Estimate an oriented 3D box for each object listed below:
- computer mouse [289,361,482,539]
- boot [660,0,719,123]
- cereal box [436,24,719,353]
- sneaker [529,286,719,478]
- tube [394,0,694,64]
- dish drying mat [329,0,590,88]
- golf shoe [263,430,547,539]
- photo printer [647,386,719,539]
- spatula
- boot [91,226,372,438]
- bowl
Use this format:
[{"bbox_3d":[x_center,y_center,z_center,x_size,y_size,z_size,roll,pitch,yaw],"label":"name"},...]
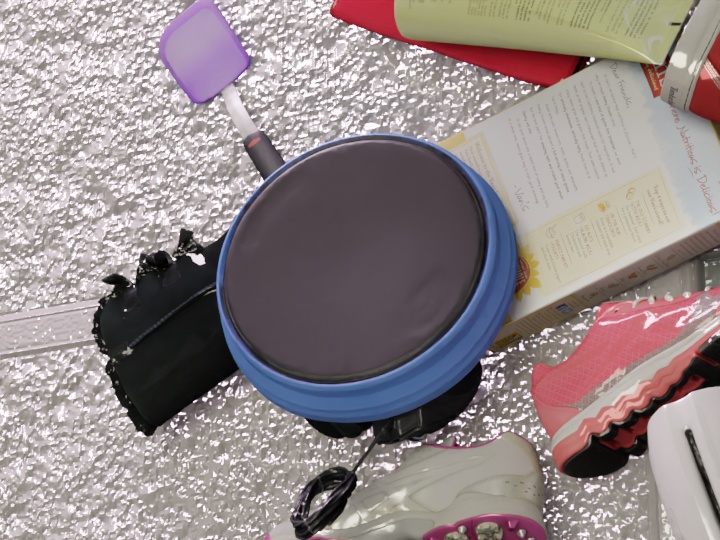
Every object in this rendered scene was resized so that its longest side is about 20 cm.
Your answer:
[{"bbox_3d":[0.019,0.113,1.661,0.059,0.034,0.200,-15,21,46],"label":"computer mouse"},{"bbox_3d":[0.292,-0.165,1.662,0.144,0.072,0.200,22,71,11],"label":"boot"},{"bbox_3d":[0.144,-0.052,1.707,0.200,0.040,0.144,-26,62,17],"label":"cereal box"},{"bbox_3d":[0.186,0.041,1.637,0.200,0.074,0.087,-37,60,12],"label":"sneaker"},{"bbox_3d":[0.119,-0.168,1.731,0.199,0.052,0.058,7,91,28],"label":"tube"},{"bbox_3d":[0.074,-0.179,1.798,0.200,0.018,0.077,21,83,32],"label":"dish drying mat"},{"bbox_3d":[0.031,0.156,1.690,0.199,0.075,0.092,-10,49,25],"label":"golf shoe"},{"bbox_3d":[0.234,0.158,1.500,0.069,0.200,0.167,-27,63,17],"label":"photo printer"},{"bbox_3d":[-0.081,-0.104,1.850,0.056,0.021,0.200,-37,62,10],"label":"spatula"},{"bbox_3d":[-0.089,0.058,1.773,0.162,0.073,0.199,-31,60,16],"label":"boot"},{"bbox_3d":[0.000,0.000,1.692,0.200,0.039,0.201,-9,58,16],"label":"bowl"}]
